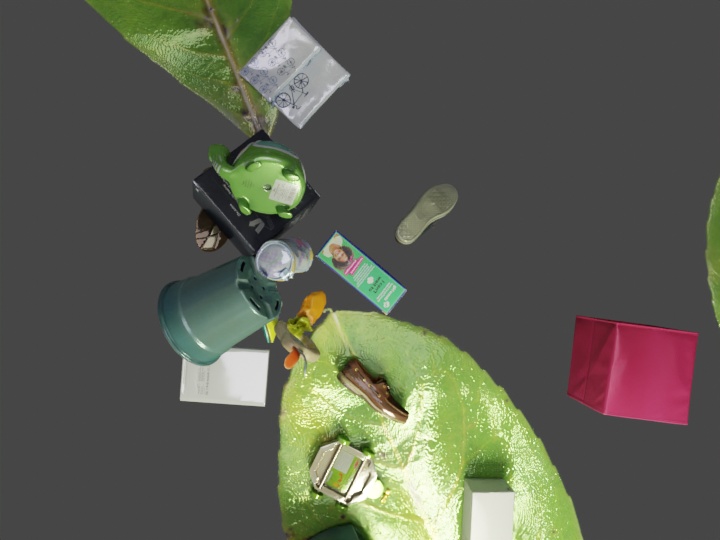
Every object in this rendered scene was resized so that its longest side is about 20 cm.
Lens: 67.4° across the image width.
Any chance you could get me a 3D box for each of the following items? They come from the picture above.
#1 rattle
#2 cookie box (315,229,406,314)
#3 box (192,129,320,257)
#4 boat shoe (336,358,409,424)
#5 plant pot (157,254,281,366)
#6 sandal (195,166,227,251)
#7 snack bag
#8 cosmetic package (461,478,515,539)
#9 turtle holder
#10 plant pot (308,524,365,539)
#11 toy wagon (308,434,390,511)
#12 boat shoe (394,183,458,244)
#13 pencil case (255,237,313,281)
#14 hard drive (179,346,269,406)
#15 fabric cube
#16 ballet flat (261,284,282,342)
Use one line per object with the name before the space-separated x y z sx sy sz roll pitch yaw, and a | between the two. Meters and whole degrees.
rattle | -0.112 0.137 1.196 0.142 0.200 0.131 -35 93 -2
cookie box | 0.000 0.000 1.215 0.199 0.171 0.075 39 92 -3
box | -0.232 -0.163 1.198 0.200 0.117 0.197 -42 93 -20
boat shoe | 0.040 0.285 1.274 0.199 0.072 0.068 37 91 -1
plant pot | -0.288 0.075 1.154 0.195 0.200 0.202 -26 93 20
sandal | -0.340 -0.139 1.251 0.079 0.054 0.203 1 76 -16
snack bag | -0.153 -0.460 1.267 0.200 0.021 0.189 44 88 -4
cosmetic package | 0.303 0.612 1.293 0.106 0.085 0.203 4 91 -4
turtle holder | -0.203 -0.192 1.088 0.183 0.133 0.142 -7 134 0
plant pot | -0.049 0.705 1.228 0.200 0.196 0.196 -40 93 -11
toy wagon | -0.023 0.494 1.292 0.198 0.040 0.156 28 90 -5
boat shoe | 0.152 -0.133 1.277 0.075 0.062 0.200 46 73 1
pencil case | -0.162 -0.028 1.190 0.090 0.200 0.084 35 99 2
hard drive | -0.319 0.246 1.273 0.197 0.027 0.134 5 91 -3
fabric cube | 0.616 0.221 1.246 0.194 0.200 0.202 7 89 -3
ballet flat | -0.221 0.066 1.259 0.066 0.067 0.202 -21 92 -16
